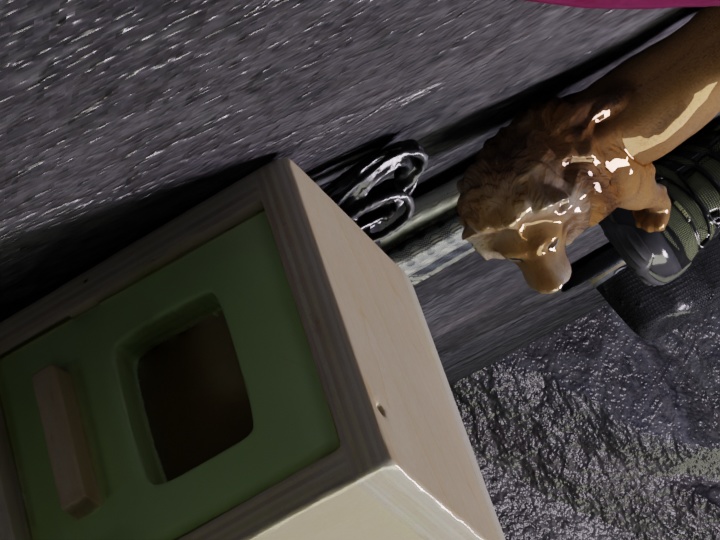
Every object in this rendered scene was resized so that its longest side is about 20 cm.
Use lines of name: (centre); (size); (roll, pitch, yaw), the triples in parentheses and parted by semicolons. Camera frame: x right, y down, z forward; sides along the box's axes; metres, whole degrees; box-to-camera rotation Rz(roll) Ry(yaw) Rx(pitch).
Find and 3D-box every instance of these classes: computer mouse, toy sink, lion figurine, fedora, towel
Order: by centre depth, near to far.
toy sink: (-0.070, 0.077, 0.784); (0.199, 0.131, 0.112); (-29, 143, 14)
computer mouse: (-0.038, 0.016, 0.921); (0.138, 0.053, 0.200); (-27, 174, -11)
lion figurine: (0.129, -0.070, 0.937); (0.200, 0.073, 0.122); (-43, 158, 11)
towel: (0.000, 0.000, 1.113); (0.199, 0.035, 0.193); (-31, 177, 6)
fedora: (0.284, 0.006, 2.090); (0.199, 0.092, 0.201); (-27, 174, -3)

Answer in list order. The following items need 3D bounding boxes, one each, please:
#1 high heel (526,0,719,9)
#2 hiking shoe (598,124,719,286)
high heel: (0.086, -0.084, 0.550); (0.096, 0.068, 0.200); (-38, 157, 10)
hiking shoe: (0.215, -0.057, 1.421); (0.101, 0.076, 0.200); (-41, 177, 31)
